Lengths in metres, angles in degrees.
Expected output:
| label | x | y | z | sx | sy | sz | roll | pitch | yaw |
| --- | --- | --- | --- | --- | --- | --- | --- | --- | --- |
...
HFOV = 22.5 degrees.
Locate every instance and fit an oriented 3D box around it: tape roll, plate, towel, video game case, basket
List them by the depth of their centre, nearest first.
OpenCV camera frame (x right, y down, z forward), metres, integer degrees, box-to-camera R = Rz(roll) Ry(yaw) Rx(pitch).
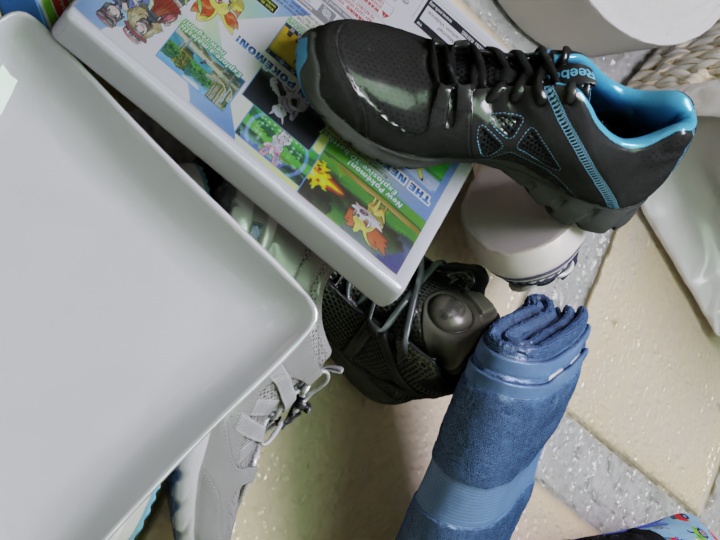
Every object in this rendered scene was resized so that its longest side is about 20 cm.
| label | x | y | z | sx | sy | sz | roll | pitch | yaw |
| --- | --- | --- | --- | --- | --- | --- | --- | --- | --- |
| plate | -0.153 | 0.020 | 0.802 | 0.200 | 0.032 | 0.200 | 45 | 73 | -4 |
| video game case | -0.026 | -0.106 | 0.879 | 0.200 | 0.022 | 0.183 | 40 | 48 | -10 |
| towel | 0.063 | 0.114 | 0.959 | 0.112 | 0.048 | 0.201 | -28 | 142 | -63 |
| tape roll | 0.154 | -0.234 | 1.109 | 0.202 | 0.071 | 0.204 | 1 | 89 | -41 |
| basket | 0.296 | -0.076 | 1.146 | 0.161 | 0.198 | 0.200 | -49 | 118 | -33 |

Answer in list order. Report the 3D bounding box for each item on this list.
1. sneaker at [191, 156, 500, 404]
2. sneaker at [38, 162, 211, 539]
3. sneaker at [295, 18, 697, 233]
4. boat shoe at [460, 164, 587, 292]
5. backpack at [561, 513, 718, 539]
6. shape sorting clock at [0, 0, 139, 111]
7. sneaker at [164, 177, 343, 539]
| label | x | y | z | sx | sy | sz | roll | pitch | yaw |
| --- | --- | --- | --- | --- | --- | --- | --- | --- | --- |
| sneaker | 0.000 | 0.000 | 0.945 | 0.199 | 0.114 | 0.076 | 46 | 60 | -28 |
| sneaker | -0.129 | 0.041 | 0.866 | 0.080 | 0.076 | 0.201 | 11 | 80 | -24 |
| sneaker | 0.066 | -0.085 | 0.859 | 0.199 | 0.082 | 0.074 | 15 | 54 | -23 |
| boat shoe | 0.098 | -0.021 | 0.997 | 0.200 | 0.074 | 0.093 | -83 | 158 | -62 |
| backpack | 0.176 | 0.241 | 1.064 | 0.200 | 0.134 | 0.183 | -6 | 111 | -48 |
| shape sorting clock | -0.136 | -0.174 | 0.877 | 0.199 | 0.039 | 0.201 | 14 | 70 | -41 |
| sneaker | -0.048 | 0.057 | 0.886 | 0.082 | 0.075 | 0.201 | 10 | 107 | -14 |
